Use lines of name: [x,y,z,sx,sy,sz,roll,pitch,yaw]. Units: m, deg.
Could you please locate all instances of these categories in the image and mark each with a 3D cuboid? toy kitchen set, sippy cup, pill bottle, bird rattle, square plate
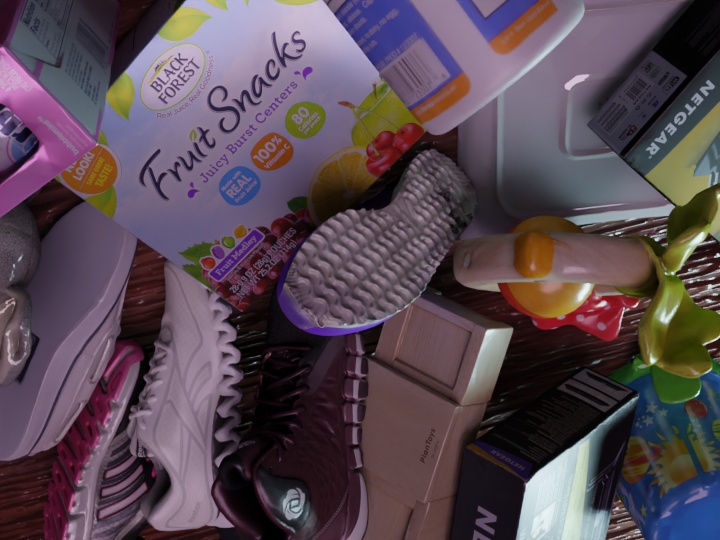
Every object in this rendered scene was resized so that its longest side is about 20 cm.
toy kitchen set: [0.041,0.106,0.838,0.179,0.162,0.203,2,109,-54]
sippy cup: [0.255,0.156,0.859,0.177,0.131,0.140,33,114,-25]
pill bottle: [0.021,-0.185,0.590,0.112,0.112,0.201,-36,98,17]
bird rattle: [0.136,-0.007,0.692,0.161,0.200,0.114,7,93,-23]
square plate: [0.161,-0.111,0.731,0.195,0.029,0.202,-6,124,-2]

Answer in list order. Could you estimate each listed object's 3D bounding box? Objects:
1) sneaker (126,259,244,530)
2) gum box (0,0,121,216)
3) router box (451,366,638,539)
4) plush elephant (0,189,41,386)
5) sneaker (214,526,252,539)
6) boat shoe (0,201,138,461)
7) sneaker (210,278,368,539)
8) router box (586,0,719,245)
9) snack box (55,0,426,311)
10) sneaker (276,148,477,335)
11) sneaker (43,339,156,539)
sneaker: [-0.124,0.088,0.762,0.080,0.075,0.203,-7,97,-19]
gum box: [-0.197,-0.098,0.588,0.113,0.201,0.066,-34,121,14]
router box: [0.129,0.192,0.804,0.156,0.052,0.203,-23,128,-45]
plush elephant: [-0.270,-0.007,0.671,0.154,0.167,0.199,-27,153,27]
sneaker: [-0.090,0.209,0.896,0.106,0.075,0.201,45,143,14]
boat shoe: [-0.201,0.044,0.764,0.066,0.071,0.202,7,109,-63]
sneaker: [-0.051,0.096,0.725,0.075,0.203,0.115,-14,170,35]
router box: [0.266,-0.119,0.696,0.156,0.052,0.201,30,107,-34]
snack box: [-0.073,-0.097,0.686,0.168,0.068,0.200,38,110,-27]
sneaker: [0.000,0.000,0.699,0.070,0.200,0.099,50,129,1]
sneaker: [-0.181,0.142,0.832,0.087,0.074,0.202,5,113,-34]
